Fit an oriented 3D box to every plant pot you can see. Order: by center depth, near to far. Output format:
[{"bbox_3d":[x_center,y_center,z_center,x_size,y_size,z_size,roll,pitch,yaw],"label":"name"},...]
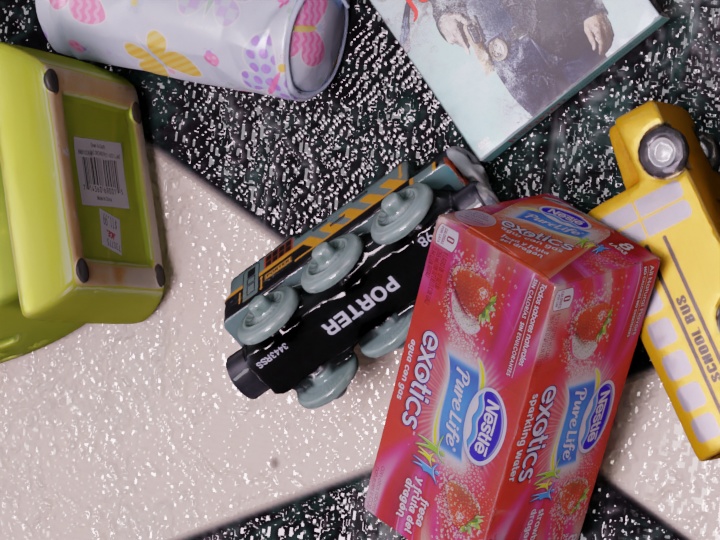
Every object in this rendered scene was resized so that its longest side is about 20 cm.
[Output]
[{"bbox_3d":[-0.239,-0.043,1.623,0.181,0.200,0.199,-10,84,19],"label":"plant pot"}]

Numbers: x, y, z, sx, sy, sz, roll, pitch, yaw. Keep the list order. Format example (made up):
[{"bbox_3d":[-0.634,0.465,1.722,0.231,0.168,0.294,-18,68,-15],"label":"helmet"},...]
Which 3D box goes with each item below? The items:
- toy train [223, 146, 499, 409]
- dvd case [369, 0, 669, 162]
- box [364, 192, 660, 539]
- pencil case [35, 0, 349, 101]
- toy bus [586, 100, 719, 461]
[{"bbox_3d":[0.000,0.000,1.552,0.200,0.114,0.085,-37,113,16],"label":"toy train"},{"bbox_3d":[0.073,-0.187,1.545,0.146,0.022,0.200,-38,76,21],"label":"dvd case"},{"bbox_3d":[0.086,0.067,1.478,0.095,0.100,0.200,32,120,35],"label":"box"},{"bbox_3d":[-0.107,-0.165,1.621,0.200,0.083,0.091,15,58,25],"label":"pencil case"},{"bbox_3d":[0.194,0.004,1.484,0.078,0.065,0.200,-29,77,24],"label":"toy bus"}]
